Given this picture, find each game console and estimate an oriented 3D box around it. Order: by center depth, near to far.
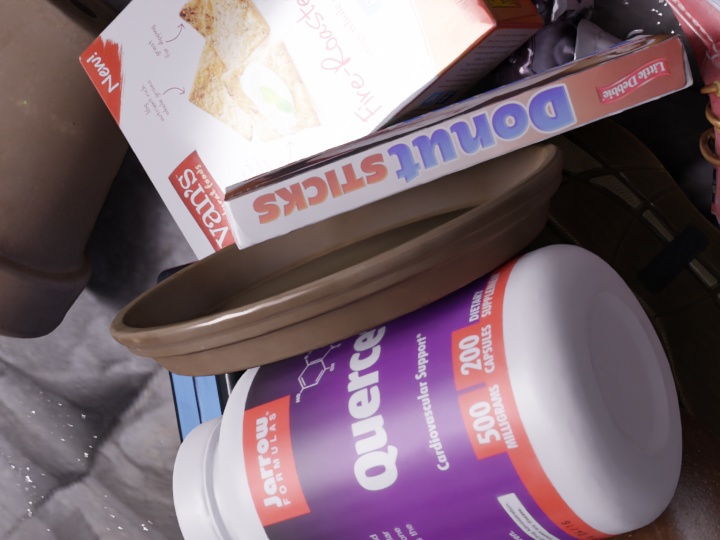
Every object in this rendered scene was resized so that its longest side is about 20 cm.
[{"bbox_3d":[-0.079,0.096,0.851,0.177,0.031,0.202,173,87,-79],"label":"game console"}]

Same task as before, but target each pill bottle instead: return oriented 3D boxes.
[{"bbox_3d":[0.022,0.071,0.629,0.199,0.112,0.113,-22,82,30],"label":"pill bottle"}]

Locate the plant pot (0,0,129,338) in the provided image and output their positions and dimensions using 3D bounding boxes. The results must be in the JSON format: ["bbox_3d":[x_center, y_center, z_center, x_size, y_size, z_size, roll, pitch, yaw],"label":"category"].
[{"bbox_3d":[-0.213,-0.088,0.909,0.200,0.200,0.175,44,104,25],"label":"plant pot"}]

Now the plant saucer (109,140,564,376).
[{"bbox_3d":[-0.007,-0.004,0.639,0.199,0.200,0.030,-13,103,39],"label":"plant saucer"}]

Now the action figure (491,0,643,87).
[{"bbox_3d":[0.052,-0.117,0.759,0.199,0.069,0.131,14,98,33],"label":"action figure"}]

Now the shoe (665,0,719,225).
[{"bbox_3d":[0.169,-0.070,0.665,0.200,0.071,0.091,46,116,19],"label":"shoe"}]

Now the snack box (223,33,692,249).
[{"bbox_3d":[0.038,-0.056,0.660,0.199,0.072,0.024,-20,98,-1],"label":"snack box"}]

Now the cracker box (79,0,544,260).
[{"bbox_3d":[-0.030,-0.109,0.738,0.200,0.058,0.134,-40,77,30],"label":"cracker box"}]

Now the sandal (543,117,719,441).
[{"bbox_3d":[0.140,0.017,0.702,0.200,0.080,0.054,52,160,8],"label":"sandal"}]

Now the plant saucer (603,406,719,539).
[{"bbox_3d":[0.080,0.143,0.660,0.199,0.037,0.202,-12,69,35],"label":"plant saucer"}]

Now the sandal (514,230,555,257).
[{"bbox_3d":[0.053,0.056,0.784,0.080,0.057,0.202,43,119,26],"label":"sandal"}]
